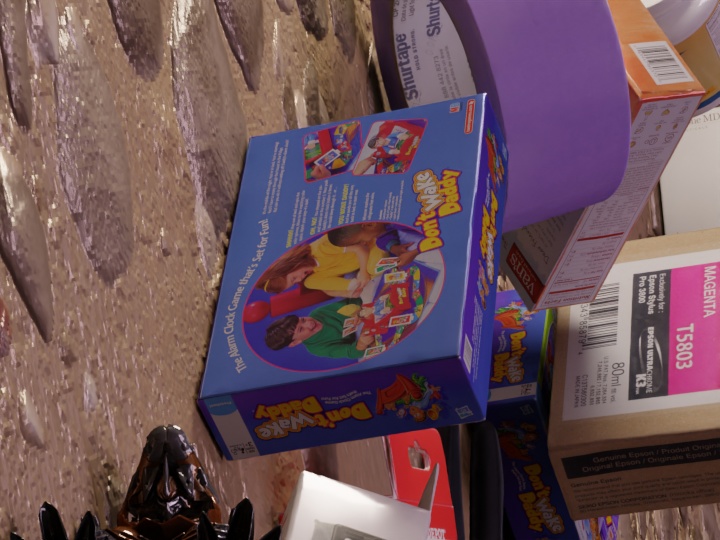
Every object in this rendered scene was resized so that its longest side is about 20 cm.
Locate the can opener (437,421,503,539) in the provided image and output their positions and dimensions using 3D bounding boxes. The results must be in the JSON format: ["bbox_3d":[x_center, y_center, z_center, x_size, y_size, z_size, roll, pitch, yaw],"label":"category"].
[{"bbox_3d":[0.063,0.175,1.633,0.063,0.079,0.200,15,55,-29],"label":"can opener"}]

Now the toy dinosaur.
[{"bbox_3d":[-0.075,0.153,1.096,0.136,0.102,0.200,86,-18,-59],"label":"toy dinosaur"}]

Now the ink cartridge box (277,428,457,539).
[{"bbox_3d":[0.011,0.183,1.401,0.116,0.067,0.200,24,58,-72],"label":"ink cartridge box"}]

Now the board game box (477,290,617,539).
[{"bbox_3d":[0.132,0.130,1.863,0.135,0.045,0.200,-76,152,-54],"label":"board game box"}]

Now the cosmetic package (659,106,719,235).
[{"bbox_3d":[0.363,-0.060,2.684,0.081,0.113,0.200,43,38,-65],"label":"cosmetic package"}]

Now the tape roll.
[{"bbox_3d":[0.083,-0.126,1.629,0.200,0.085,0.200,163,-90,-73],"label":"tape roll"}]

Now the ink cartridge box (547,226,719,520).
[{"bbox_3d":[0.215,0.064,1.782,0.200,0.165,0.075,-82,157,-48],"label":"ink cartridge box"}]

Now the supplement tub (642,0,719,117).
[{"bbox_3d":[0.261,-0.235,2.370,0.200,0.144,0.145,50,34,-59],"label":"supplement tub"}]

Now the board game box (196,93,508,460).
[{"bbox_3d":[0.000,0.000,1.350,0.200,0.134,0.045,-81,156,-47],"label":"board game box"}]

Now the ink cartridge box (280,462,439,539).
[{"bbox_3d":[-0.020,0.177,1.215,0.200,0.068,0.116,-75,-175,-55],"label":"ink cartridge box"}]

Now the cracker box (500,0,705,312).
[{"bbox_3d":[0.135,-0.089,1.739,0.134,0.058,0.200,60,-37,32],"label":"cracker box"}]
